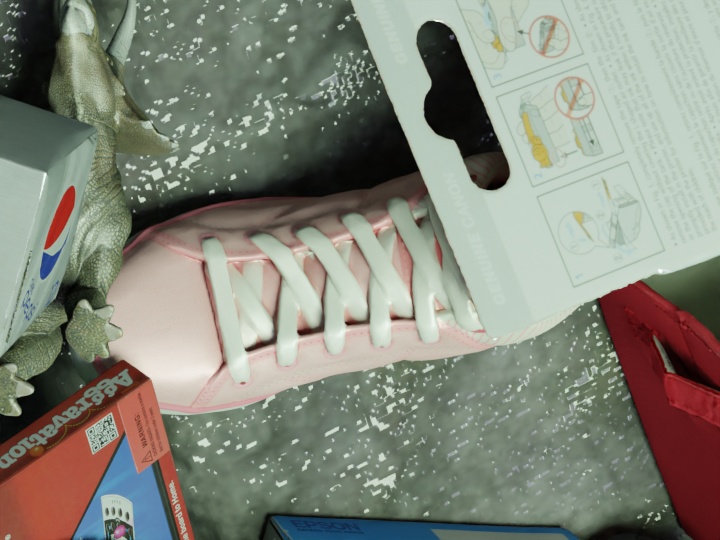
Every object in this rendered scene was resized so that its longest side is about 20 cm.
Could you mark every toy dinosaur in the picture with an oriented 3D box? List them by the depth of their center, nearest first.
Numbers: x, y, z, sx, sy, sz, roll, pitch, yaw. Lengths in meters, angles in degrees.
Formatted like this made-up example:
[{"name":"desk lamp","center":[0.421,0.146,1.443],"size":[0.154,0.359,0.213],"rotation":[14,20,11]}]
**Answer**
[{"name":"toy dinosaur","center":[-0.120,0.005,0.815],"size":[0.077,0.102,0.200],"rotation":[31,113,-7]}]

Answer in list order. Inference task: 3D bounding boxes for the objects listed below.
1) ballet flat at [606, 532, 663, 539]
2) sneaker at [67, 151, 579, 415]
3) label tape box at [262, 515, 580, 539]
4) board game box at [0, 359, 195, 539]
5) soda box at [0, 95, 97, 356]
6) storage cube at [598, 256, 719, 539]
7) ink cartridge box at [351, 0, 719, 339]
[{"name":"ballet flat","center":[0.153,0.197,1.036],"size":[0.073,0.073,0.200],"rotation":[-27,119,-11]},{"name":"sneaker","center":[0.000,0.000,0.846],"size":[0.200,0.105,0.076],"rotation":[-9,82,-26]},{"name":"label tape box","center":[0.011,0.205,0.983],"size":[0.144,0.063,0.200],"rotation":[6,110,-27]},{"name":"board game box","center":[-0.099,0.135,0.852],"size":[0.103,0.019,0.200],"rotation":[-35,135,-26]},{"name":"soda box","center":[-0.186,-0.039,0.718],"size":[0.200,0.068,0.064],"rotation":[19,107,3]},{"name":"storage cube","center":[0.219,0.040,0.936],"size":[0.200,0.171,0.180],"rotation":[-30,124,-10]},{"name":"ink cartridge box","center":[0.099,-0.081,0.847],"size":[0.200,0.057,0.163],"rotation":[-22,86,-13]}]
